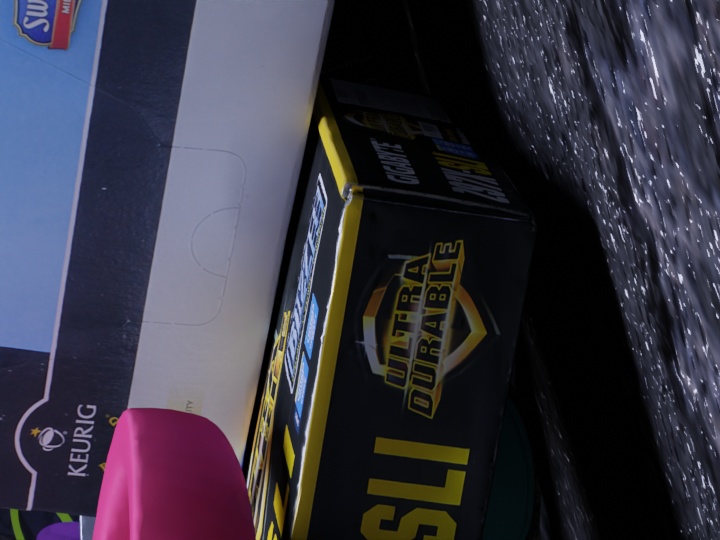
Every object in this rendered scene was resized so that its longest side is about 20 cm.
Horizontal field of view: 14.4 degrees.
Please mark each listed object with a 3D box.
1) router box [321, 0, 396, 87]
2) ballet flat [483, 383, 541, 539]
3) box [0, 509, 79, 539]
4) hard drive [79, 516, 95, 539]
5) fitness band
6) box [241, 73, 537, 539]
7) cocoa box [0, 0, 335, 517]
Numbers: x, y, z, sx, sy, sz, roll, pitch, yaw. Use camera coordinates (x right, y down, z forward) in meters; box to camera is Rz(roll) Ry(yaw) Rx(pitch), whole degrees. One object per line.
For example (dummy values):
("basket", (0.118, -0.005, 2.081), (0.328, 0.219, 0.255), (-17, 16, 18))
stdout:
("router box", (-0.040, -0.122, 0.929), (0.200, 0.051, 0.149), (-115, 9, -54))
("ballet flat", (0.025, 0.091, 0.894), (0.075, 0.068, 0.200), (47, 160, 52))
("box", (-0.069, 0.090, 1.125), (0.036, 0.200, 0.143), (-51, 16, 41))
("hard drive", (-0.067, 0.171, 0.955), (0.135, 0.042, 0.200), (89, 178, -84))
("fitness band", (-0.051, 0.132, 0.695), (0.144, 0.037, 0.200), (-107, 24, -68))
("box", (-0.004, 0.062, 0.720), (0.160, 0.049, 0.200), (-114, 33, -75))
("cocoa box", (-0.086, -0.050, 0.766), (0.133, 0.131, 0.200), (-97, 16, -55))
